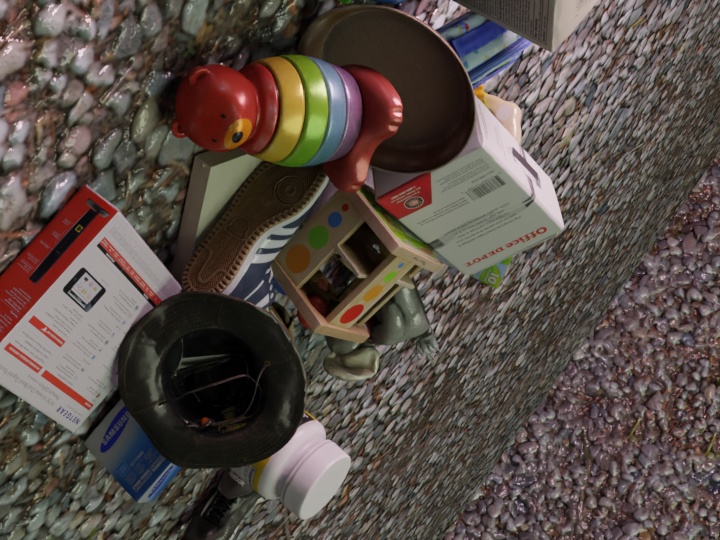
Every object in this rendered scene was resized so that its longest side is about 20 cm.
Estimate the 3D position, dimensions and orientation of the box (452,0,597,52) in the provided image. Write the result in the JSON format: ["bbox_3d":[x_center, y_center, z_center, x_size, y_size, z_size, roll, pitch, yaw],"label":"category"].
[{"bbox_3d":[0.150,-0.340,1.103,0.109,0.199,0.128,-48,157,-18],"label":"box"}]

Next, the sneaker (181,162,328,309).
[{"bbox_3d":[-0.100,-0.033,1.130,0.200,0.070,0.109,-49,156,-9],"label":"sneaker"}]

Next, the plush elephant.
[{"bbox_3d":[0.008,0.059,1.463,0.154,0.165,0.201,-20,118,5],"label":"plush elephant"}]

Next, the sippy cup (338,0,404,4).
[{"bbox_3d":[0.032,-0.321,0.986,0.176,0.141,0.130,-14,163,-21],"label":"sippy cup"}]

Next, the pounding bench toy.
[{"bbox_3d":[0.000,0.000,1.282,0.156,0.124,0.200,-45,154,13],"label":"pounding bench toy"}]

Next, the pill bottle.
[{"bbox_3d":[-0.116,0.209,1.323,0.114,0.199,0.115,-44,155,-26],"label":"pill bottle"}]

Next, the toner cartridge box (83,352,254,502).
[{"bbox_3d":[-0.203,0.148,1.173,0.200,0.095,0.043,-50,162,3],"label":"toner cartridge box"}]

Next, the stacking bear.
[{"bbox_3d":[-0.081,-0.149,1.005,0.199,0.114,0.122,-2,139,-40],"label":"stacking bear"}]

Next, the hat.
[{"bbox_3d":[-0.148,0.101,1.094,0.202,0.199,0.081,-63,-165,17],"label":"hat"}]

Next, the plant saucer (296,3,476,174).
[{"bbox_3d":[0.028,-0.187,1.090,0.201,0.199,0.032,99,17,-46],"label":"plant saucer"}]

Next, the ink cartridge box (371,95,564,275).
[{"bbox_3d":[0.126,-0.094,1.249,0.144,0.084,0.200,-26,140,25],"label":"ink cartridge box"}]

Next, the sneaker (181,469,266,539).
[{"bbox_3d":[-0.186,0.325,1.525,0.200,0.066,0.091,-41,151,-40],"label":"sneaker"}]

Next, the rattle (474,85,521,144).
[{"bbox_3d":[0.128,-0.149,1.400,0.201,0.129,0.143,-64,166,-1],"label":"rattle"}]

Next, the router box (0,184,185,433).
[{"bbox_3d":[-0.263,0.043,0.998,0.180,0.049,0.200,-50,157,-13],"label":"router box"}]

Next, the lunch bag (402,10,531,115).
[{"bbox_3d":[0.088,-0.229,1.196,0.200,0.083,0.160,-37,-170,-38],"label":"lunch bag"}]

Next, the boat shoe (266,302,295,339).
[{"bbox_3d":[-0.109,0.079,1.328,0.072,0.075,0.200,-54,159,-8],"label":"boat shoe"}]

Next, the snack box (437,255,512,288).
[{"bbox_3d":[0.119,-0.085,1.387,0.143,0.199,0.053,-67,173,29],"label":"snack box"}]

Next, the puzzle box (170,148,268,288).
[{"bbox_3d":[-0.142,-0.049,1.146,0.133,0.025,0.201,-29,146,-48],"label":"puzzle box"}]

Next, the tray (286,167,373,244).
[{"bbox_3d":[-0.021,-0.092,1.303,0.199,0.022,0.108,-13,133,-47],"label":"tray"}]
